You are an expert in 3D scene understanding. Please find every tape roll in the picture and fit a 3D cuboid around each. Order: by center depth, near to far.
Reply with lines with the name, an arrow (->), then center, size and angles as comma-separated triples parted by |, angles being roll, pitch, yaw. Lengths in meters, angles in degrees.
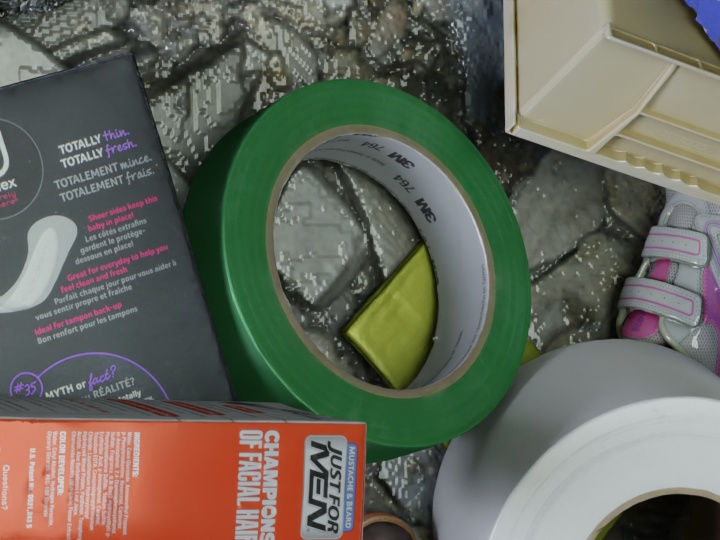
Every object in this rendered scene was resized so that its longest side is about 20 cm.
tape roll -> 0.000, 0.000, 1.114 | 0.200, 0.048, 0.201 | 13, 67, -32
tape roll -> 0.148, 0.148, 1.123 | 0.202, 0.139, 0.203 | -1, 100, -8

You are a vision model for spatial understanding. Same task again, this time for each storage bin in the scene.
storage bin -> 0.186, -0.151, 1.170 | 0.198, 0.094, 0.200 | 17, 53, -23

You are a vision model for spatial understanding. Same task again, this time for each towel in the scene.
towel -> 0.078, 0.079, 1.197 | 0.200, 0.018, 0.086 | 48, 65, -13

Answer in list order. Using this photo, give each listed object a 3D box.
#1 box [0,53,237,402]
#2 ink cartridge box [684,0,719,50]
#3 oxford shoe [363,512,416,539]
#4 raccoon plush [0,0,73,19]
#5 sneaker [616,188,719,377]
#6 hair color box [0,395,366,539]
box -> -0.153, 0.007, 1.046 | 0.122, 0.106, 0.201 | -18, 95, -24
ink cartridge box -> 0.225, -0.180, 1.102 | 0.200, 0.076, 0.137 | -28, 78, -39
oxford shoe -> 0.009, 0.231, 1.125 | 0.071, 0.073, 0.201 | 9, 83, -23
raccoon plush -> -0.148, -0.149, 1.090 | 0.134, 0.097, 0.200 | 31, 105, -33
sneaker -> 0.194, 0.013, 1.215 | 0.088, 0.081, 0.201 | -6, 89, -26
hair color box -> -0.109, 0.091, 0.943 | 0.199, 0.111, 0.064 | 2, 91, -24
